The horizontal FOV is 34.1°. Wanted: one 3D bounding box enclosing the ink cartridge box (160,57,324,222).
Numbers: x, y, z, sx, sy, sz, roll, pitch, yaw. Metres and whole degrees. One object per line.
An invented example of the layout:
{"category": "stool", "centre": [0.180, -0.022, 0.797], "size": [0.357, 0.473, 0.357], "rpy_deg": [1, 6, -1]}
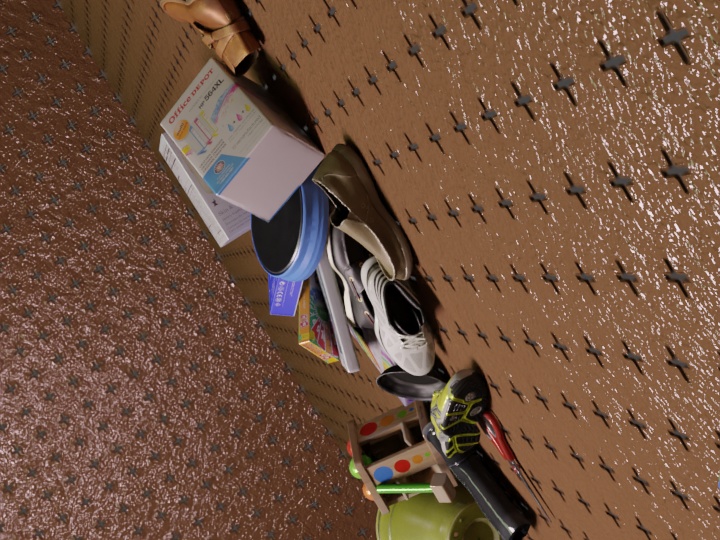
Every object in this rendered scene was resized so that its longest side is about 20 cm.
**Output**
{"category": "ink cartridge box", "centre": [-0.174, -0.191, 1.651], "size": [0.200, 0.129, 0.125], "rpy_deg": [48, -167, 34]}

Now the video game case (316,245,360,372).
{"category": "video game case", "centre": [-0.041, 0.056, 1.830], "size": [0.182, 0.023, 0.200], "rpy_deg": [162, 93, -86]}

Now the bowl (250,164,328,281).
{"category": "bowl", "centre": [-0.109, -0.083, 1.730], "size": [0.201, 0.039, 0.201], "rpy_deg": [2, 92, 61]}

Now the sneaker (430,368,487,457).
{"category": "sneaker", "centre": [0.126, 0.189, 1.633], "size": [0.076, 0.075, 0.200], "rpy_deg": [58, 160, 29]}

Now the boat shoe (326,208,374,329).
{"category": "boat shoe", "centre": [0.001, -0.002, 1.713], "size": [0.063, 0.074, 0.202], "rpy_deg": [4, 125, 33]}

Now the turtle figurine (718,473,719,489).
{"category": "turtle figurine", "centre": [0.313, 0.229, 0.799], "size": [0.144, 0.200, 0.194], "rpy_deg": [22, -171, -38]}

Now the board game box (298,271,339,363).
{"category": "board game box", "centre": [-0.069, 0.044, 1.932], "size": [0.096, 0.030, 0.200], "rpy_deg": [39, -140, -52]}

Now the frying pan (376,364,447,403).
{"category": "frying pan", "centre": [0.111, 0.184, 1.796], "size": [0.190, 0.031, 0.115], "rpy_deg": [25, 151, -29]}

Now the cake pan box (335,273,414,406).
{"category": "cake pan box", "centre": [0.032, 0.101, 1.892], "size": [0.200, 0.052, 0.184], "rpy_deg": [53, 166, 24]}

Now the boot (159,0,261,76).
{"category": "boot", "centre": [-0.200, -0.341, 1.631], "size": [0.155, 0.077, 0.200], "rpy_deg": [54, 162, -3]}

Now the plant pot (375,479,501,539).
{"category": "plant pot", "centre": [0.159, 0.448, 2.017], "size": [0.201, 0.200, 0.193], "rpy_deg": [59, 157, -12]}

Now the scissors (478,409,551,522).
{"category": "scissors", "centre": [0.215, 0.271, 1.677], "size": [0.200, 0.014, 0.073], "rpy_deg": [58, 167, -13]}

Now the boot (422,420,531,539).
{"category": "boot", "centre": [0.181, 0.323, 1.801], "size": [0.200, 0.066, 0.165], "rpy_deg": [58, -177, 26]}

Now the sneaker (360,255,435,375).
{"category": "sneaker", "centre": [0.058, 0.084, 1.600], "size": [0.115, 0.076, 0.201], "rpy_deg": [-112, -2, -61]}

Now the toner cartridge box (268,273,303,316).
{"category": "toner cartridge box", "centre": [-0.111, -0.029, 1.867], "size": [0.095, 0.043, 0.200], "rpy_deg": [-95, 16, -44]}

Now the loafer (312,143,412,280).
{"category": "loafer", "centre": [0.000, -0.065, 1.508], "size": [0.200, 0.067, 0.076], "rpy_deg": [60, 169, -16]}

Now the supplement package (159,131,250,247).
{"category": "supplement package", "centre": [-0.217, -0.167, 1.944], "size": [0.200, 0.152, 0.151], "rpy_deg": [58, 169, -3]}

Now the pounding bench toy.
{"category": "pounding bench toy", "centre": [0.066, 0.330, 1.958], "size": [0.200, 0.156, 0.124], "rpy_deg": [-103, -13, -61]}
